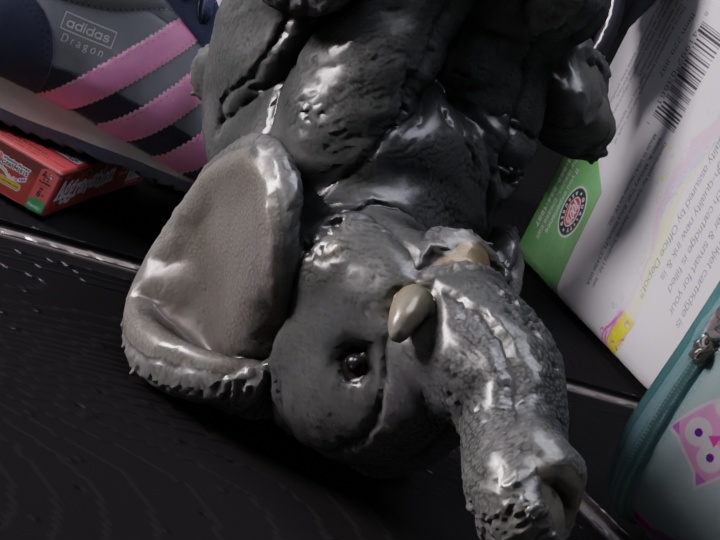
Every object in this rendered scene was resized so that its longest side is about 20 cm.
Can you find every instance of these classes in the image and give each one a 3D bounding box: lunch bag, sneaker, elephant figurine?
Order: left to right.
[{"bbox_3d":[-0.063,-0.076,0.885,0.200,0.082,0.070,20,16,-31],"label":"sneaker"},{"bbox_3d":[0.000,0.000,0.755,0.141,0.200,0.155,7,-21,5],"label":"elephant figurine"},{"bbox_3d":[0.162,0.036,0.832,0.077,0.160,0.200,41,13,27],"label":"lunch bag"}]

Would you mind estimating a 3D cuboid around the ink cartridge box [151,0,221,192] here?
[{"bbox_3d":[-0.063,-0.079,1.048,0.094,0.044,0.200,18,17,-28],"label":"ink cartridge box"}]

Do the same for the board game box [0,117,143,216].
[{"bbox_3d":[-0.173,-0.080,0.904,0.200,0.019,0.103,29,13,8],"label":"board game box"}]

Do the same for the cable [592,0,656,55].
[{"bbox_3d":[0.043,-0.146,1.031,0.163,0.200,0.051,48,-19,-4],"label":"cable"}]

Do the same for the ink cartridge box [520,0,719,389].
[{"bbox_3d":[0.163,-0.017,1.033,0.087,0.145,0.200,19,16,-27],"label":"ink cartridge box"}]
